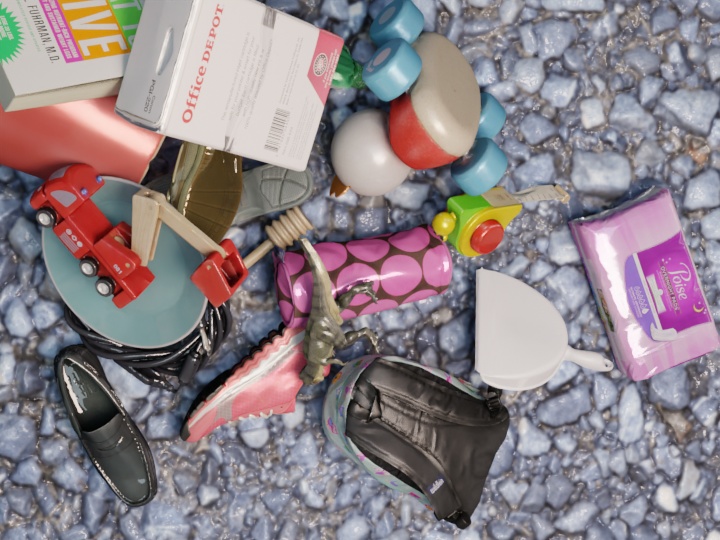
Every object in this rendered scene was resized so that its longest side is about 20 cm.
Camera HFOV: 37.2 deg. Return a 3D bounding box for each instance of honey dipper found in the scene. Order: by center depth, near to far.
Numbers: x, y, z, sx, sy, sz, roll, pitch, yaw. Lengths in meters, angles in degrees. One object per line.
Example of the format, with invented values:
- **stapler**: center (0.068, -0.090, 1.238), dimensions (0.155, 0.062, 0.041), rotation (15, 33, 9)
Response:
- **honey dipper**: center (-0.142, -0.002, 1.229), dimensions (0.199, 0.038, 0.038), rotation (-38, 96, 2)

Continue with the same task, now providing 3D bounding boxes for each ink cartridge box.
- **ink cartridge box**: center (-0.127, -0.193, 1.057), dimensions (0.198, 0.084, 0.148), rotation (10, 101, -50)

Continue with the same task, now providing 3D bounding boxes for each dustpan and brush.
- **dustpan and brush**: center (0.217, 0.085, 1.250), dimensions (0.196, 0.057, 0.142), rotation (11, 60, -12)

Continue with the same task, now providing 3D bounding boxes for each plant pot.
- **plant pot**: center (-0.296, -0.174, 1.132), dimensions (0.175, 0.200, 0.203), rotation (27, 91, -17)

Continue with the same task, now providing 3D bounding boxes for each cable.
- **cable**: center (-0.242, 0.033, 1.194), dimensions (0.199, 0.051, 0.164), rotation (37, 107, 3)

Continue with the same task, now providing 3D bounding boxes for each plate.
- **plate**: center (-0.246, -0.010, 1.133), dimensions (0.196, 0.026, 0.204), rotation (9, 119, 16)

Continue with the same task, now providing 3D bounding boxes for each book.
- **book**: center (-0.274, -0.234, 1.032), dimensions (0.198, 0.048, 0.135), rotation (-21, 84, -42)

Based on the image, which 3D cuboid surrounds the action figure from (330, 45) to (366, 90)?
- **action figure**: center (-0.077, -0.240, 1.196), dimensions (0.197, 0.055, 0.120), rotation (13, 52, -20)

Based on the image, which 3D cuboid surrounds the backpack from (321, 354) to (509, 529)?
- **backpack**: center (0.053, 0.180, 1.208), dimensions (0.198, 0.126, 0.169), rotation (29, 70, -18)

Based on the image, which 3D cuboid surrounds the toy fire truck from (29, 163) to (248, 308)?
- **toy fire truck**: center (-0.221, -0.034, 1.066), dimensions (0.140, 0.049, 0.201), rotation (-31, 104, 31)

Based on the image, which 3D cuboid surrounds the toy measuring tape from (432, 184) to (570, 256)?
- **toy measuring tape**: center (0.157, -0.057, 1.223), dimensions (0.197, 0.073, 0.075), rotation (-11, 96, -36)

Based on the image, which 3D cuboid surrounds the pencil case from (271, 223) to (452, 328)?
- **pencil case**: center (0.000, 0.000, 1.207), dimensions (0.196, 0.094, 0.092), rotation (-9, 128, -15)

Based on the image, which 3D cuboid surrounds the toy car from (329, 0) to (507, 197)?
- **toy car**: center (0.033, -0.156, 1.192), dimensions (0.199, 0.178, 0.184), rotation (-31, 121, 29)

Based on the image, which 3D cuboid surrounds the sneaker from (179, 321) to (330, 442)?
- **sneaker**: center (-0.117, 0.142, 1.221), dimensions (0.199, 0.074, 0.087), rotation (-40, 98, -2)

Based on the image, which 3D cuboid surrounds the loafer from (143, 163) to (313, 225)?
- **loafer**: center (-0.150, -0.082, 1.211), dimensions (0.196, 0.063, 0.073), rotation (-8, 90, -1)

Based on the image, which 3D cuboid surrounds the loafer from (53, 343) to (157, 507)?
- **loafer**: center (-0.291, 0.179, 1.208), dimensions (0.067, 0.070, 0.203), rotation (-26, 96, -3)

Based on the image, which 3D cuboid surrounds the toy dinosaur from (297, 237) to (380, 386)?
- **toy dinosaur**: center (-0.024, 0.052, 1.147), dimensions (0.086, 0.048, 0.203), rotation (-5, 124, -11)

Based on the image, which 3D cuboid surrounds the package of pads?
- **package of pads**: center (0.333, 0.014, 1.253), dimensions (0.119, 0.076, 0.203), rotation (-21, 96, -2)

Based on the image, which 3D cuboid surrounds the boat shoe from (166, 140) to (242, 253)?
- **boat shoe**: center (-0.170, -0.114, 1.153), dimensions (0.072, 0.062, 0.205), rotation (9, 92, -46)
